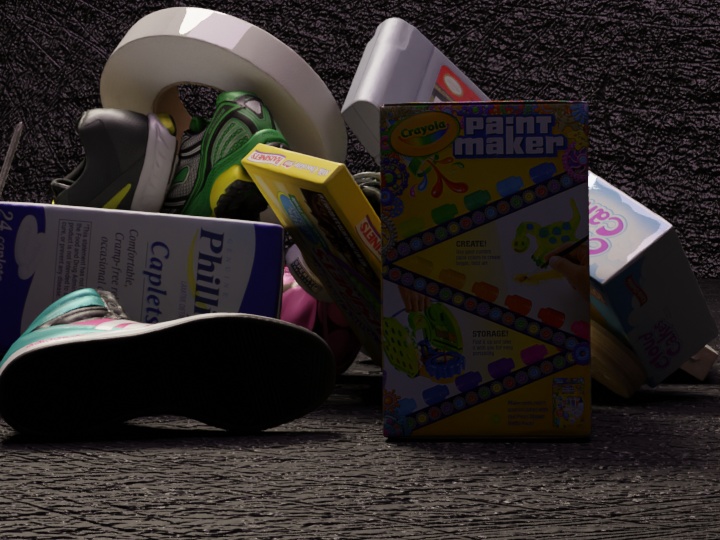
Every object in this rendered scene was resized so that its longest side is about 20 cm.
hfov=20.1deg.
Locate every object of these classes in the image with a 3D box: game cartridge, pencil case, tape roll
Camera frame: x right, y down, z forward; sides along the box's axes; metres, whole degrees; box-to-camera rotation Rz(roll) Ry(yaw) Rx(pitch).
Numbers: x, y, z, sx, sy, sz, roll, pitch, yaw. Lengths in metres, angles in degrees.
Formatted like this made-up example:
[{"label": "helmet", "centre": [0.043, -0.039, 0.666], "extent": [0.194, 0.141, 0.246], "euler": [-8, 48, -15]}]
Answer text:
[{"label": "game cartridge", "centre": [0.073, -0.091, 1.565], "extent": [0.200, 0.133, 0.041], "euler": [42, -47, -20]}, {"label": "pencil case", "centre": [-0.094, 0.033, 1.595], "extent": [0.200, 0.094, 0.091], "euler": [-1, 10, 25]}, {"label": "tape roll", "centre": [-0.107, -0.117, 1.577], "extent": [0.203, 0.203, 0.037], "euler": [1, 46, 34]}]

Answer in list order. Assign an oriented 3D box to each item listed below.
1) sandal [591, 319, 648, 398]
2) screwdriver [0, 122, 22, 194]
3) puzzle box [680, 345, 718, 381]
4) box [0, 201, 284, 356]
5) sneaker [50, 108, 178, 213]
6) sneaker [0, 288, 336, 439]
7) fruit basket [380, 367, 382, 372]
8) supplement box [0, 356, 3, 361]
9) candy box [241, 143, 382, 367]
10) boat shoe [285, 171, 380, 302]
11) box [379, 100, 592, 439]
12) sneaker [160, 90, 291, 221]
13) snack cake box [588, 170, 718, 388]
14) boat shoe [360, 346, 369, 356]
[{"label": "sandal", "centre": [0.099, 0.040, 1.410], "extent": [0.212, 0.070, 0.078], "euler": [36, -13, 35]}, {"label": "screwdriver", "centre": [-0.270, -0.009, 1.405], "extent": [0.029, 0.200, 0.028], "euler": [15, -2, -38]}, {"label": "puzzle box", "centre": [0.211, 0.035, 1.596], "extent": [0.133, 0.025, 0.200], "euler": [32, 4, 4]}, {"label": "box", "centre": [-0.154, 0.012, 1.416], "extent": [0.200, 0.105, 0.184], "euler": [4, 1, -2]}, {"label": "sneaker", "centre": [-0.203, -0.033, 1.553], "extent": [0.085, 0.200, 0.074], "euler": [15, 8, -13]}, {"label": "sneaker", "centre": [-0.123, 0.056, 1.221], "extent": [0.200, 0.084, 0.121], "euler": [-2, 12, -15]}, {"label": "fruit basket", "centre": [0.105, 0.051, 1.549], "extent": [0.200, 0.094, 0.185], "euler": [16, 4, 3]}, {"label": "supplement box", "centre": [-0.303, 0.033, 1.567], "extent": [0.126, 0.074, 0.200], "euler": [-17, -4, 24]}, {"label": "candy box", "centre": [0.000, 0.000, 1.388], "extent": [0.026, 0.200, 0.102], "euler": [-44, 32, -18]}, {"label": "boat shoe", "centre": [0.005, -0.040, 1.535], "extent": [0.068, 0.074, 0.199], "euler": [-43, -3, 25]}, {"label": "box", "centre": [0.078, -0.004, 1.238], "extent": [0.122, 0.193, 0.200], "euler": [0, 1, 4]}, {"label": "sneaker", "centre": [-0.109, -0.068, 1.551], "extent": [0.078, 0.085, 0.200], "euler": [-6, -23, -34]}, {"label": "snack cake box", "centre": [0.151, -0.016, 1.427], "extent": [0.067, 0.115, 0.200], "euler": [-39, 41, -11]}, {"label": "boat shoe", "centre": [0.049, 0.000, 1.666], "extent": [0.091, 0.200, 0.071], "euler": [32, 36, 34]}]
